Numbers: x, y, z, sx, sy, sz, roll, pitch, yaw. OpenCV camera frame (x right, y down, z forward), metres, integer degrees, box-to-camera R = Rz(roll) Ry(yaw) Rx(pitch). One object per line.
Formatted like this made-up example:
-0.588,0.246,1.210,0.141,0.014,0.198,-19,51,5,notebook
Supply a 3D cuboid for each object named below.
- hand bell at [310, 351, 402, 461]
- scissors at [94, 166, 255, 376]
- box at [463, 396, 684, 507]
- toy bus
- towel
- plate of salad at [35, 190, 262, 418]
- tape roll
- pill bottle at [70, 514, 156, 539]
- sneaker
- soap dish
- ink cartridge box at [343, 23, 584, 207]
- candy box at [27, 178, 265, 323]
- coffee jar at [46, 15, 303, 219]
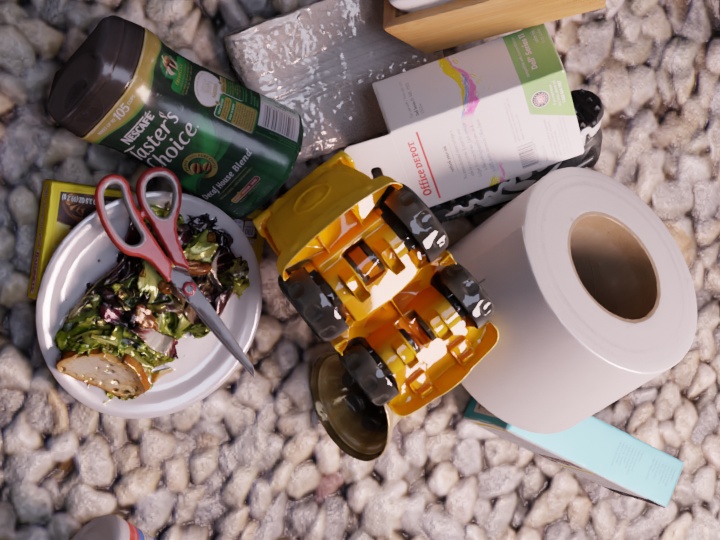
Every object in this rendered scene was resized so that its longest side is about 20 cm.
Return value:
0.063,0.087,1.785,0.200,0.104,0.104,-24,105,-35,hand bell
-0.154,0.008,1.614,0.073,0.014,0.200,-24,96,-18,scissors
0.202,0.160,1.850,0.200,0.082,0.049,27,82,-26,box
0.000,0.000,1.676,0.136,0.192,0.200,-40,121,-5,toy bus
-0.014,-0.177,1.738,0.200,0.034,0.133,-23,104,-23,towel
-0.172,0.033,1.644,0.200,0.048,0.200,-7,108,-23,plate of salad
0.181,0.027,1.748,0.203,0.139,0.203,21,52,-30,tape roll
-0.162,0.300,1.663,0.200,0.112,0.112,35,79,-24,pill bottle
0.141,-0.084,1.803,0.200,0.066,0.091,-30,140,-5,sneaker
0.122,-0.275,1.695,0.081,0.200,0.157,57,28,-45,soap dish
0.085,-0.127,1.719,0.200,0.067,0.117,-19,141,3,ink cartridge box
-0.179,-0.014,1.675,0.200,0.026,0.102,7,95,-27,candy box
-0.154,-0.127,1.630,0.200,0.104,0.085,27,45,-23,coffee jar
